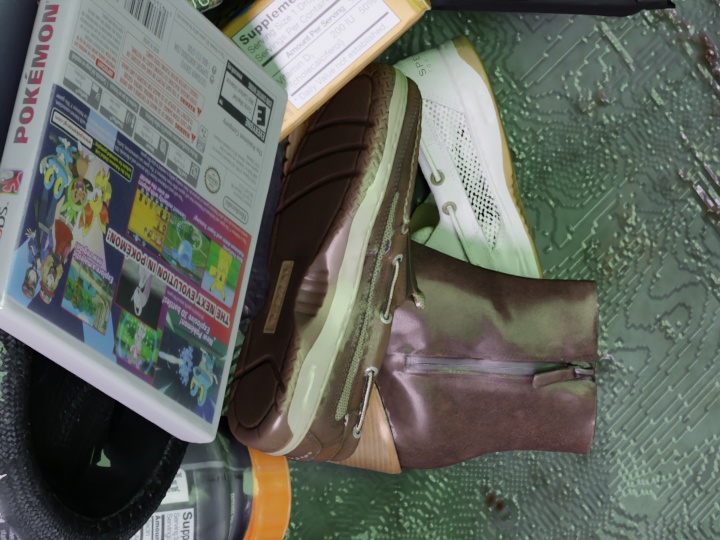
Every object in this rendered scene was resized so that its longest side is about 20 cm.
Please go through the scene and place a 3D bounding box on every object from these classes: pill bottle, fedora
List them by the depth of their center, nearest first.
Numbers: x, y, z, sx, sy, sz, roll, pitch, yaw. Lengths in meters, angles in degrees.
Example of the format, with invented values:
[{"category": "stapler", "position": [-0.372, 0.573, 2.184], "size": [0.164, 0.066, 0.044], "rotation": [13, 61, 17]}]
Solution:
[{"category": "fedora", "position": [-0.150, 0.037, 1.375], "size": [0.200, 0.091, 0.201], "rotation": [-10, 101, -61]}, {"category": "pill bottle", "position": [-0.137, 0.115, 1.466], "size": [0.200, 0.106, 0.106], "rotation": [-4, 90, -26]}]

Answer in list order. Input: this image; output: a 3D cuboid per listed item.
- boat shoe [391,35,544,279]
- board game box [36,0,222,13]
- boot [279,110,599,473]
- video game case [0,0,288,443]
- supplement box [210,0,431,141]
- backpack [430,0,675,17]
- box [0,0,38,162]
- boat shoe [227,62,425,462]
[{"category": "boat shoe", "position": [0.055, -0.024, 1.589], "size": [0.069, 0.071, 0.200], "rotation": [-18, 104, -2]}, {"category": "board game box", "position": [-0.176, -0.192, 1.427], "size": [0.097, 0.159, 0.200], "rotation": [-29, 100, -23]}, {"category": "boot", "position": [0.041, 0.008, 1.545], "size": [0.166, 0.072, 0.200], "rotation": [-3, 105, 0]}, {"category": "video game case", "position": [-0.101, -0.036, 1.336], "size": [0.200, 0.023, 0.183], "rotation": [40, 58, -58]}, {"category": "supplement box", "position": [-0.057, -0.097, 1.479], "size": [0.200, 0.067, 0.069], "rotation": [-38, 104, 13]}, {"category": "backpack", "position": [0.091, -0.237, 1.560], "size": [0.175, 0.153, 0.200], "rotation": [-1, 90, -20]}, {"category": "box", "position": [-0.260, -0.068, 1.360], "size": [0.196, 0.200, 0.118], "rotation": [-26, 100, -23]}, {"category": "boat shoe", "position": [-0.003, -0.001, 1.477], "size": [0.075, 0.075, 0.203], "rotation": [21, 88, -33]}]
